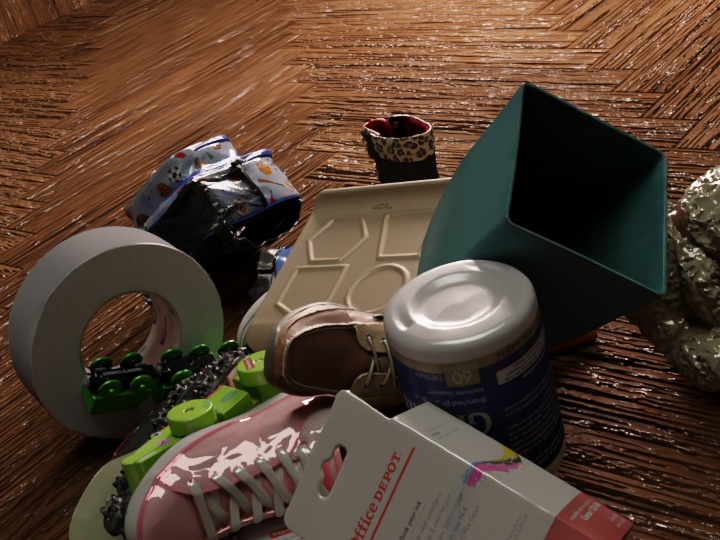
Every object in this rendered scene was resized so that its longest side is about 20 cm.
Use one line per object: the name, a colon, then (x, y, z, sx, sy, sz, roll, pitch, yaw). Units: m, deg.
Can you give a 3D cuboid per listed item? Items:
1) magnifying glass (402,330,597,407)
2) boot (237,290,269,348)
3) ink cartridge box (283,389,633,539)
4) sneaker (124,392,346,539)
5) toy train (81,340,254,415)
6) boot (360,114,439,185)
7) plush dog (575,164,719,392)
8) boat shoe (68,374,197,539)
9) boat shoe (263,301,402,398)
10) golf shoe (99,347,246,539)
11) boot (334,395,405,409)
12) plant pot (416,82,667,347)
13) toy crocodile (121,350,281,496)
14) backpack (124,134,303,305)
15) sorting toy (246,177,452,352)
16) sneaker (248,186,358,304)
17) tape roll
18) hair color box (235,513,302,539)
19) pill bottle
magnifying glass: (0.127, 0.085, 1.006, 0.200, 0.022, 0.080, -19, 29, -3)
boot: (-0.037, 0.044, 1.070, 0.200, 0.073, 0.090, -34, 27, 6)
ink cartridge box: (0.059, 0.167, 0.696, 0.200, 0.117, 0.067, 30, 15, 21)
sneaker: (-0.072, 0.153, 0.786, 0.200, 0.076, 0.105, -30, 25, -36)
toy train: (-0.173, 0.103, 1.026, 0.200, 0.056, 0.042, -5, 47, -34)
boot: (0.034, -0.109, 1.265, 0.073, 0.151, 0.200, -30, 31, -27)
plush dog: (0.295, -0.024, 0.912, 0.172, 0.160, 0.200, -50, 14, 26)
boat shoe: (-0.188, 0.181, 0.946, 0.202, 0.074, 0.063, -55, 4, -39)
boat shoe: (0.010, 0.064, 0.827, 0.072, 0.076, 0.200, 6, 5, 41)
golf shoe: (-0.138, 0.159, 0.911, 0.078, 0.094, 0.200, -24, 29, 48)
boot: (0.003, 0.114, 0.941, 0.199, 0.066, 0.175, -14, 34, 9)
plant pot: (0.132, -0.019, 0.875, 0.200, 0.141, 0.142, -46, 26, 51)
toy crocodile: (-0.109, 0.121, 0.860, 0.062, 0.068, 0.200, 5, 31, 46)
backpack: (-0.174, -0.069, 1.275, 0.190, 0.154, 0.200, -21, -9, -48)
sorting toy: (0.000, 0.000, 1.024, 0.185, 0.036, 0.200, -3, 50, 34)
sneaker: (-0.063, -0.021, 1.208, 0.111, 0.077, 0.200, 2, 50, 21)
tape roll: (-0.236, 0.061, 1.037, 0.200, 0.201, 0.066, -30, 31, -26)
hair color box: (-0.035, 0.221, 0.790, 0.101, 0.061, 0.200, -18, 28, -4)
pill bottle: (0.092, 0.103, 0.791, 0.111, 0.200, 0.111, -13, 30, 8)
